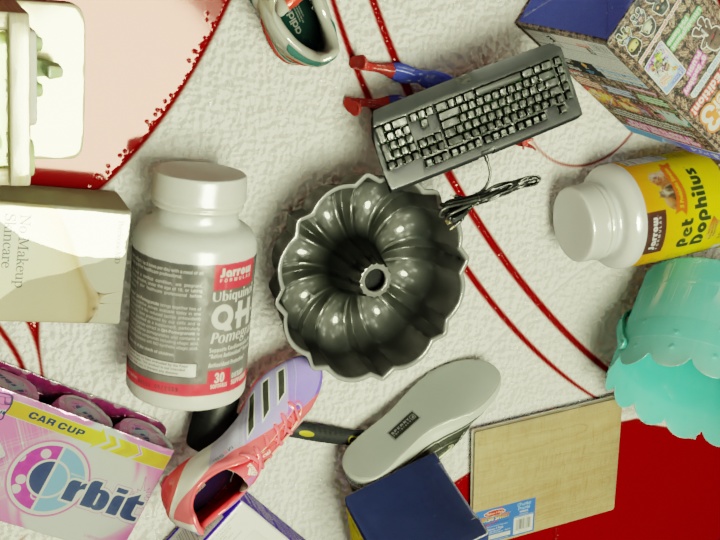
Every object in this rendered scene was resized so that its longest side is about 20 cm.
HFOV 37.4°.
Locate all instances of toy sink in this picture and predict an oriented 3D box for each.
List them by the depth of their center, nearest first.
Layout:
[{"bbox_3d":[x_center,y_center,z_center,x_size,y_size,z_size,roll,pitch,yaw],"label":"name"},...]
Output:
[{"bbox_3d":[-0.304,-0.139,0.812,0.197,0.112,0.132,-2,109,-24],"label":"toy sink"}]

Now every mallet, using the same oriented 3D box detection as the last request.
[{"bbox_3d":[-0.077,0.148,1.063,0.198,0.041,0.067,5,103,-31],"label":"mallet"}]

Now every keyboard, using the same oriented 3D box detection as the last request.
[{"bbox_3d":[0.112,-0.116,0.968,0.198,0.021,0.129,-22,103,-9],"label":"keyboard"}]

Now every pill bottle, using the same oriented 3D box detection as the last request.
[{"bbox_3d":[-0.148,0.011,0.936,0.109,0.111,0.203,-1,108,-24],"label":"pill bottle"},{"bbox_3d":[0.306,-0.065,1.119,0.197,0.109,0.111,-12,112,-21],"label":"pill bottle"}]

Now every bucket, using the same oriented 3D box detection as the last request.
[{"bbox_3d":[0.373,0.089,1.142,0.206,0.206,0.136,37,64,-30],"label":"bucket"}]

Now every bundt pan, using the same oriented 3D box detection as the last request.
[{"bbox_3d":[0.000,0.000,1.018,0.199,0.076,0.205,-7,108,-23],"label":"bundt pan"}]

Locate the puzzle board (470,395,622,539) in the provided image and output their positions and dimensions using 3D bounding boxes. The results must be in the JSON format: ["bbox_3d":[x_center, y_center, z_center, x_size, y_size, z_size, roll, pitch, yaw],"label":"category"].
[{"bbox_3d":[0.214,0.231,1.233,0.197,0.017,0.153,-9,112,-21],"label":"puzzle board"}]

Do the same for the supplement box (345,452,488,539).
[{"bbox_3d":[0.061,0.304,1.096,0.108,0.109,0.202,-23,138,-16],"label":"supplement box"}]

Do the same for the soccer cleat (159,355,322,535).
[{"bbox_3d":[-0.099,0.161,0.983,0.200,0.076,0.067,-42,122,-18],"label":"soccer cleat"}]

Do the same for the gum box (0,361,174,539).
[{"bbox_3d":[-0.275,0.170,0.957,0.199,0.066,0.114,27,96,-30],"label":"gum box"}]

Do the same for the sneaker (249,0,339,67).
[{"bbox_3d":[-0.072,-0.258,0.888,0.070,0.093,0.201,-34,118,-10],"label":"sneaker"}]

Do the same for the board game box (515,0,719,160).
[{"bbox_3d":[0.278,-0.212,1.027,0.199,0.159,0.097,34,92,-30],"label":"board game box"}]

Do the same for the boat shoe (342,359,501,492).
[{"bbox_3d":[0.066,0.168,1.119,0.199,0.071,0.064,-33,140,-15],"label":"boat shoe"}]

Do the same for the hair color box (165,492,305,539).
[{"bbox_3d":[-0.102,0.314,1.089,0.109,0.065,0.200,-46,118,-5],"label":"hair color box"}]

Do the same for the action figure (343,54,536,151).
[{"bbox_3d":[0.094,-0.159,1.000,0.197,0.099,0.066,1,108,-27],"label":"action figure"}]

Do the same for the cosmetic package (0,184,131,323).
[{"bbox_3d":[-0.298,-0.016,0.880,0.197,0.073,0.105,2,107,-24],"label":"cosmetic package"}]
